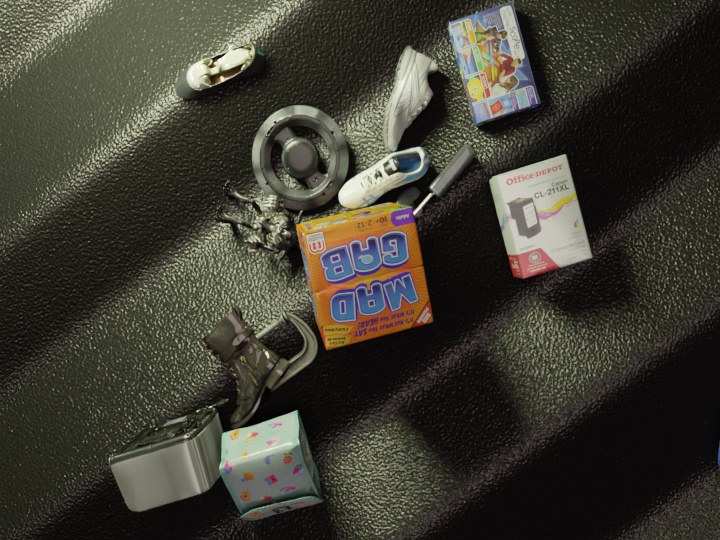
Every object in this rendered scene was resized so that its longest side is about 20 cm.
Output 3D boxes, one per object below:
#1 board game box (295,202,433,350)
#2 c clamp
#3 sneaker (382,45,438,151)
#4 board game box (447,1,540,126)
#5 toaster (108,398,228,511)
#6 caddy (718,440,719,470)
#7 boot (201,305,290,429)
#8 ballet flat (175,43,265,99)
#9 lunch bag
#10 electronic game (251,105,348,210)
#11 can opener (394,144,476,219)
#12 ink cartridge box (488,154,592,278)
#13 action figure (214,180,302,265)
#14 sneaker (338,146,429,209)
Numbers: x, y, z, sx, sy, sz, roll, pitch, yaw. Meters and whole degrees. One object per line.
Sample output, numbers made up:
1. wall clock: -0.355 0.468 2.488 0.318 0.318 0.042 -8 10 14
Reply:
1. board game box: 0.000 0.000 1.150 0.194 0.200 0.206 -13 100 -7
2. c clamp: -0.191 0.153 1.274 0.196 0.027 0.174 -29 91 3
3. sneaker: 0.095 -0.330 1.226 0.085 0.075 0.206 17 93 -4
4. board game box: 0.262 -0.404 1.232 0.131 0.034 0.206 -16 92 2
5. toaster: -0.353 0.354 1.214 0.194 0.181 0.122 -17 95 3
6. caddy: 0.782 0.350 1.207 0.137 0.105 0.207 5 93 3
7. boot: -0.247 0.192 1.246 0.173 0.069 0.202 39 102 3
8. ballet flat: -0.283 -0.398 1.236 0.195 0.073 0.075 -19 91 3
9. lunch bag: -0.170 0.405 1.235 0.165 0.123 0.205 -15 116 -1
10. electronic game: -0.119 -0.223 1.250 0.193 0.042 0.207 0 100 1
11. can opener: 0.141 -0.175 1.237 0.067 0.053 0.201 40 92 -1
12. ink cartridge box: 0.346 -0.104 1.218 0.142 0.083 0.206 -16 92 3
13. action figure: -0.189 -0.090 1.229 0.196 0.102 0.122 25 91 4
14. sneaker: 0.043 -0.186 1.225 0.196 0.073 0.073 -27 68 -1
